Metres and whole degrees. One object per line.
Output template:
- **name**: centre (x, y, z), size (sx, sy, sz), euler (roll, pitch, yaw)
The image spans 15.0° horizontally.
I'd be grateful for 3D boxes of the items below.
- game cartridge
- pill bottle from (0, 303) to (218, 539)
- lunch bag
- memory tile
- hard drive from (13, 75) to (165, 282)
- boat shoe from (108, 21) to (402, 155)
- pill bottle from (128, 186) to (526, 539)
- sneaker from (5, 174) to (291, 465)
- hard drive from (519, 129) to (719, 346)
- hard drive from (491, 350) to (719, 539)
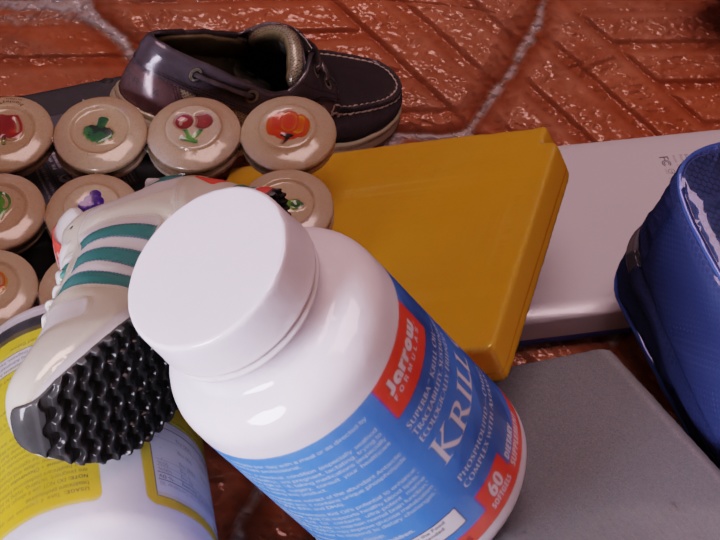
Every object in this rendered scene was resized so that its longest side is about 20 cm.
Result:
- **game cartridge**: centre (0.000, 0.000, 1.410), size (0.199, 0.033, 0.177), euler (-5, 39, 24)
- **pill bottle**: centre (-0.124, 0.117, 1.276), size (0.112, 0.112, 0.200), euler (-2, 45, -10)
- **lunch bag**: centre (0.218, 0.025, 1.395), size (0.135, 0.132, 0.200), euler (-14, 64, -22)
- **memory tile**: centre (-0.112, -0.029, 1.396), size (0.199, 0.017, 0.154), euler (0, 55, 3)
- **hard drive**: centre (-0.201, -0.040, 1.464), size (0.199, 0.033, 0.140), euler (-13, 40, -17)
- **boat shoe**: centre (-0.049, -0.104, 1.512), size (0.200, 0.065, 0.072), euler (-3, 42, -40)
- **pill bottle**: centre (-0.016, 0.051, 1.229), size (0.112, 0.200, 0.113), euler (-19, 50, 24)
- **sneaker**: centre (-0.116, 0.017, 1.265), size (0.093, 0.071, 0.200), euler (16, 40, 28)
- **hard drive**: centre (0.144, -0.020, 1.513), size (0.199, 0.025, 0.132), euler (-6, 46, -14)
- **hard drive**: centre (0.111, 0.116, 1.324), size (0.139, 0.033, 0.200), euler (-10, 37, -26)
